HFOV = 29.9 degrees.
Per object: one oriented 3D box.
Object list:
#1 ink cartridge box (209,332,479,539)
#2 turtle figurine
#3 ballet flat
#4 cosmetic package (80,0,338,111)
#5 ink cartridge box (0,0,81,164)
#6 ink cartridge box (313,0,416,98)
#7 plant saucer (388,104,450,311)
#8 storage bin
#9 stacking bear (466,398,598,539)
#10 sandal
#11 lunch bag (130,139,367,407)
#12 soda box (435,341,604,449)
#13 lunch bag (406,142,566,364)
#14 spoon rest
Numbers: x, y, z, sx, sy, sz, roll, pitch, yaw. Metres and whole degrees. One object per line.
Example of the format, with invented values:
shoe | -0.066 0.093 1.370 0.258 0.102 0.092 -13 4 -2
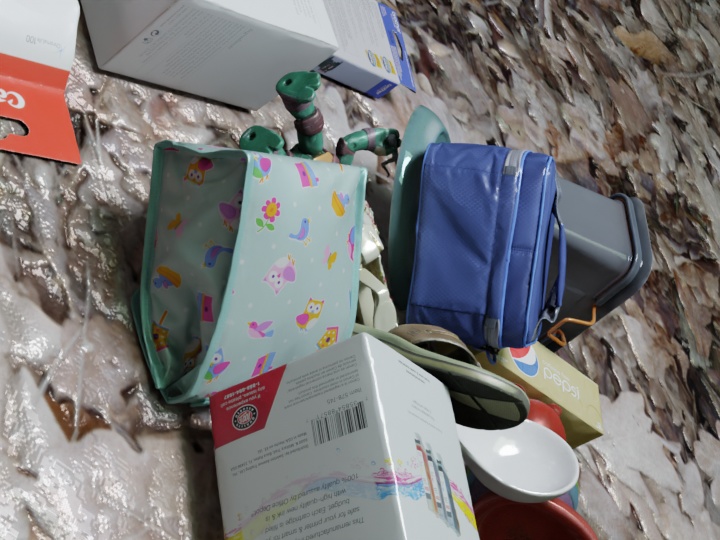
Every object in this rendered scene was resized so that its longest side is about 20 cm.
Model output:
ink cartridge box | -0.007 0.178 0.998 0.145 0.145 0.201 38 36 -53
turtle figurine | -0.031 -0.084 1.248 0.200 0.100 0.150 50 47 -47
ballet flat | 0.000 0.000 1.183 0.075 0.064 0.201 -30 116 -26
cosmetic package | -0.149 -0.273 1.221 0.200 0.123 0.200 8 57 -49
ink cartridge box | -0.285 -0.191 1.039 0.162 0.057 0.201 8 53 -51
ink cartridge box | -0.025 -0.259 1.456 0.200 0.042 0.120 14 53 -45
plant saucer | 0.062 -0.059 1.308 0.200 0.027 0.201 6 90 -77
storage bin | 0.182 -0.005 1.399 0.134 0.200 0.146 24 45 -26
stacking bear | 0.155 0.195 1.269 0.114 0.121 0.200 55 22 -18
sandal | 0.053 0.071 1.121 0.057 0.200 0.080 -52 148 -26
lunch bag | -0.087 0.006 1.073 0.170 0.122 0.201 0 98 -54
soda box | 0.164 0.114 1.382 0.200 0.064 0.068 34 39 -32
lunch bag | 0.123 -0.014 1.242 0.136 0.132 0.201 -3 99 -76
spoon rest | 0.090 0.149 1.151 0.199 0.061 0.100 10 32 -1
